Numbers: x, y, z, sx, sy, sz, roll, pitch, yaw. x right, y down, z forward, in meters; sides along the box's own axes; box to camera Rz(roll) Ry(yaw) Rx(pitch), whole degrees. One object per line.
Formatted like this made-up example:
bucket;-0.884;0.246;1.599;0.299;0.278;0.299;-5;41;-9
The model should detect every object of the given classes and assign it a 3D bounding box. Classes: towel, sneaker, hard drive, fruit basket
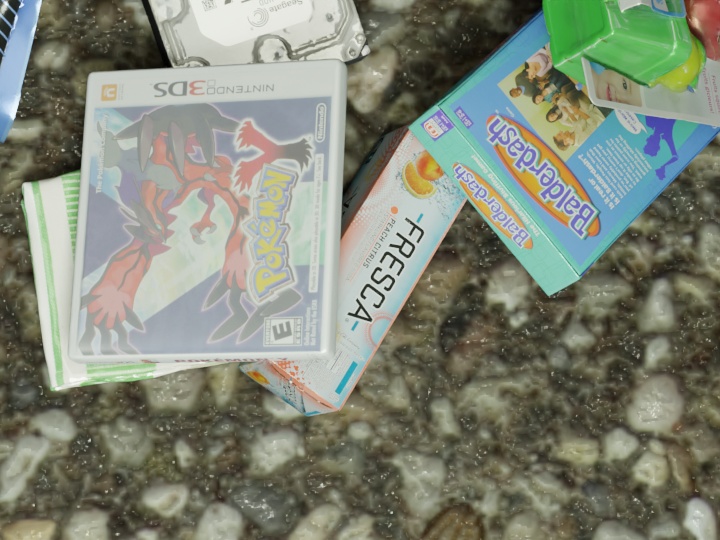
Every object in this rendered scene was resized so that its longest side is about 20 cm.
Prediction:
towel;-0.125;-0.004;1.500;0.199;0.023;0.154;-9;88;-11
sneaker;-0.252;-0.188;1.457;0.077;0.070;0.201;12;91;-15
hard drive;-0.090;-0.220;1.513;0.139;0.038;0.201;-19;91;-11
fruit basket;0.216;-0.189;1.500;0.199;0.094;0.186;4;69;-32

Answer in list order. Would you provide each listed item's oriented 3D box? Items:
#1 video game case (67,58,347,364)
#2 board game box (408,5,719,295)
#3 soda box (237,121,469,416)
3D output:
video game case;-0.101;-0.039;1.443;0.181;0.023;0.201;-2;76;16
board game box;0.148;-0.102;1.512;0.152;0.045;0.200;50;57;-4
soda box;0.000;0.000;1.484;0.063;0.068;0.201;36;72;-13
